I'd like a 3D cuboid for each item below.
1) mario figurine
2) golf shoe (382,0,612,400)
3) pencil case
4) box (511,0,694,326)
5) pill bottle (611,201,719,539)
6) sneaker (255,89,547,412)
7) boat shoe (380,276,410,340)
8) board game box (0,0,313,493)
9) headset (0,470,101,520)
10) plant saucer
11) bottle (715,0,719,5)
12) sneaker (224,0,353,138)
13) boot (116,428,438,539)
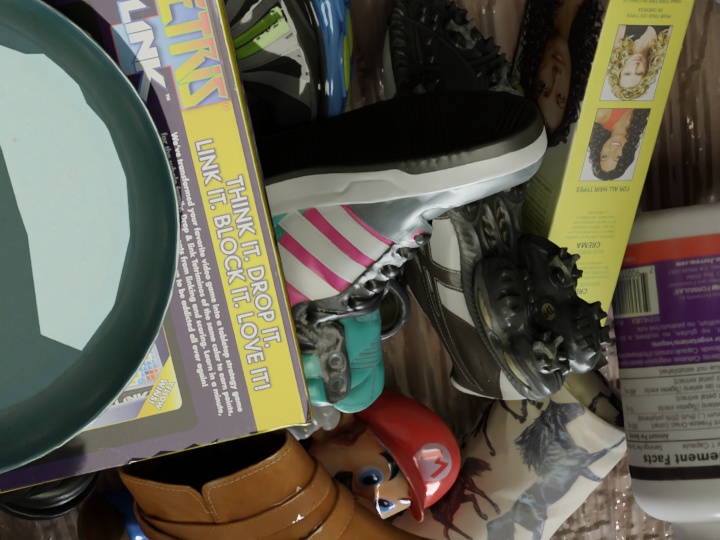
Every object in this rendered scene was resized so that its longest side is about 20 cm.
[{"bbox_3d":[-0.042,0.128,0.938,0.199,0.106,0.123,-22,160,4],"label":"mario figurine"},{"bbox_3d":[0.041,-0.030,0.869,0.078,0.094,0.201,-14,84,-37],"label":"golf shoe"},{"bbox_3d":[0.070,0.127,0.996,0.078,0.089,0.200,34,105,-13],"label":"pencil case"},{"bbox_3d":[0.104,-0.059,0.898,0.050,0.075,0.201,-2,120,-23],"label":"box"},{"bbox_3d":[0.190,0.067,0.929,0.111,0.111,0.201,-5,88,-16],"label":"pill bottle"},{"bbox_3d":[0.000,0.000,0.803,0.199,0.084,0.121,-13,117,21],"label":"sneaker"},{"bbox_3d":[-0.070,0.000,0.879,0.199,0.060,0.076,-1,121,-19],"label":"boat shoe"},{"bbox_3d":[-0.120,-0.020,0.729,0.165,0.057,0.201,-12,106,-3],"label":"board game box"},{"bbox_3d":[-0.168,0.069,0.868,0.200,0.094,0.124,-24,166,-1],"label":"headset"},{"bbox_3d":[-0.168,-0.017,0.683,0.199,0.027,0.201,-2,105,-6],"label":"plant saucer"},{"bbox_3d":[0.167,-0.171,0.844,0.200,0.084,0.065,33,126,-31],"label":"bottle"},{"bbox_3d":[-0.048,-0.122,0.818,0.082,0.071,0.200,-5,126,7],"label":"sneaker"},{"bbox_3d":[-0.008,0.125,0.864,0.199,0.077,0.156,-6,129,19],"label":"boot"}]
